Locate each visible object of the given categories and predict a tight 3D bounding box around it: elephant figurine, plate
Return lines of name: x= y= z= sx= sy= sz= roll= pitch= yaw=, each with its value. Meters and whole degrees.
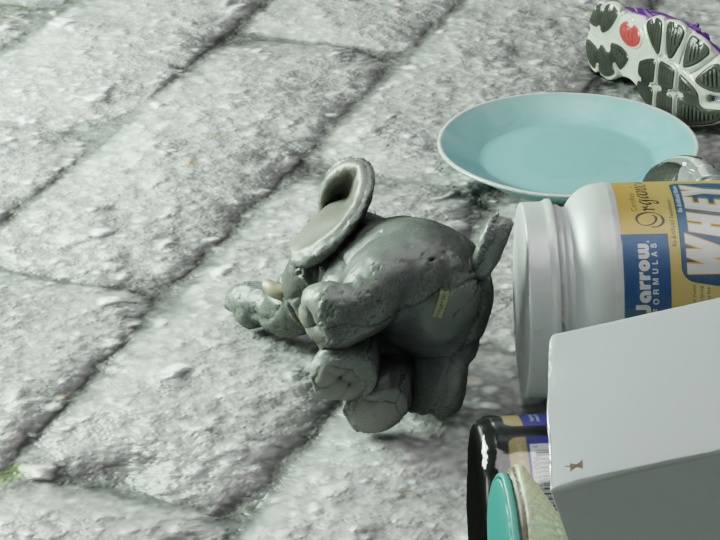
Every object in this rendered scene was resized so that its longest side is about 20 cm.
elephant figurine: x=0.000 y=0.000 z=1.698 sx=0.154 sy=0.142 sz=0.200 roll=-12 pitch=31 yaw=-11
plate: x=0.158 y=-0.088 z=2.016 sx=0.199 sy=0.026 sz=0.200 roll=-1 pitch=26 yaw=1

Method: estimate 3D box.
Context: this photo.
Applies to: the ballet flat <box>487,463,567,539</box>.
ballet flat: x=0.100 y=0.192 z=1.337 sx=0.062 sy=0.068 sz=0.201 roll=5 pitch=57 yaw=-10

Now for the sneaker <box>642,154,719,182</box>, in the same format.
sneaker: x=0.208 y=-0.016 z=1.812 sx=0.115 sy=0.076 sz=0.200 roll=-11 pitch=29 yaw=-17

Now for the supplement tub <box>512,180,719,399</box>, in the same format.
supplement tub: x=0.199 y=0.016 z=1.658 sx=0.198 sy=0.146 sz=0.145 roll=-2 pitch=26 yaw=-2

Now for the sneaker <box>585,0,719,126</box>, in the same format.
sneaker: x=0.259 y=-0.177 z=2.142 sx=0.083 sy=0.081 sz=0.200 roll=-5 pitch=25 yaw=-23

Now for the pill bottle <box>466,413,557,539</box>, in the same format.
pill bottle: x=0.161 y=0.132 z=1.457 sx=0.198 sy=0.113 sz=0.112 roll=-1 pitch=26 yaw=-3

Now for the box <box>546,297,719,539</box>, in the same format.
box: x=0.164 y=0.135 z=1.312 sx=0.097 sy=0.201 sz=0.125 roll=-13 pitch=32 yaw=12
